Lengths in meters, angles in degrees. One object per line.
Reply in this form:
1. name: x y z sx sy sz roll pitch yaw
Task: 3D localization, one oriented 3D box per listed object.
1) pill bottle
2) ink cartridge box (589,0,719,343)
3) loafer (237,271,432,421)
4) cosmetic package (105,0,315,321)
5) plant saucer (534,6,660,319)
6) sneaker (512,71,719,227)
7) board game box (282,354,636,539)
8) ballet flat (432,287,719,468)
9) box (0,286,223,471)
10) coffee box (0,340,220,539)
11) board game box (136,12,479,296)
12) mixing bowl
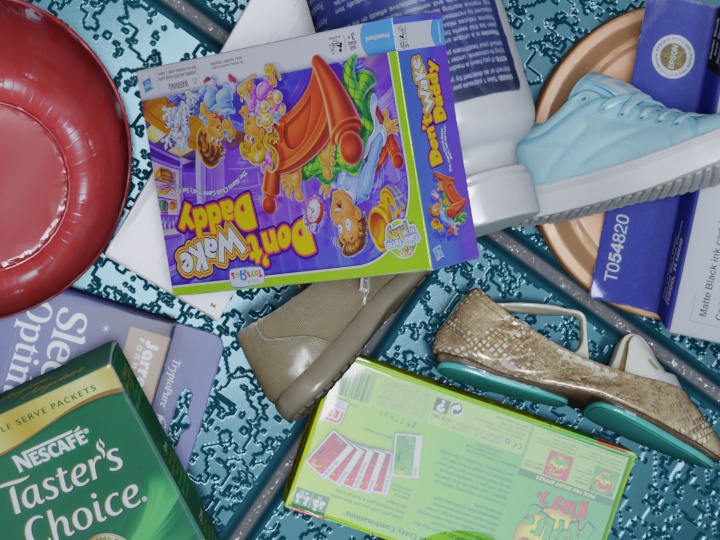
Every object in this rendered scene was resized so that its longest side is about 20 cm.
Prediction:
1. pill bottle: 0.037 -0.118 1.187 0.110 0.111 0.202 -16 86 -4
2. ink cartridge box: 0.247 -0.050 1.221 0.198 0.041 0.202 12 105 13
3. loafer: 0.000 0.000 1.235 0.067 0.076 0.200 41 61 -1
4. cosmetic package: -0.073 -0.077 1.260 0.082 0.051 0.201 30 90 -5
5. plant saucer: 0.204 -0.068 1.294 0.198 0.032 0.203 0 92 -5
6. sneaker: 0.155 -0.081 1.203 0.199 0.074 0.083 -13 85 38
7. board game box: 0.061 0.128 1.284 0.198 0.048 0.103 19 92 -5
8. ballet flat: 0.144 0.062 1.280 0.198 0.070 0.066 21 77 -9
9. box: -0.193 0.069 1.269 0.198 0.032 0.122 17 91 -6
10. coffee box: -0.158 0.156 1.241 0.122 0.044 0.201 -22 107 7
11. board game box: -0.033 -0.062 1.153 0.045 0.199 0.136 -14 96 -49
12. mixing bowl: -0.220 -0.057 1.171 0.198 0.108 0.202 -3 101 -16
